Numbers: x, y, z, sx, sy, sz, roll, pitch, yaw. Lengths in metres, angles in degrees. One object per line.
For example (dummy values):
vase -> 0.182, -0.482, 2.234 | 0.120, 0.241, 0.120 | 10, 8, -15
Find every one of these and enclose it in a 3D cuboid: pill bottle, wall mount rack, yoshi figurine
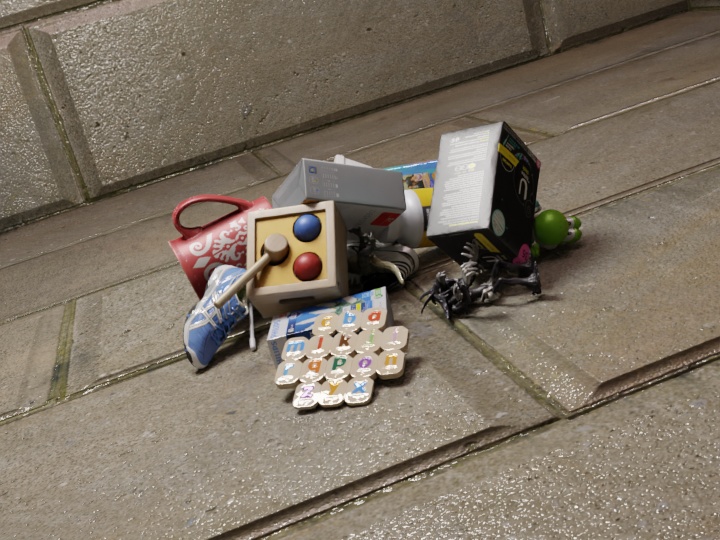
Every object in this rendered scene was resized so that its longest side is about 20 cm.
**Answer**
pill bottle -> 0.127, -0.101, 1.767 | 0.197, 0.114, 0.112 | -7, 13, -23
wall mount rack -> -0.134, 0.066, 1.639 | 0.197, 0.076, 0.174 | -15, 14, 6
yoshi figurine -> 0.289, -0.072, 1.629 | 0.197, 0.114, 0.112 | -7, 27, 21

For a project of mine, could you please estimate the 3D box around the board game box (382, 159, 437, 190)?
board game box -> 0.142, -0.148, 1.893 | 0.197, 0.155, 0.045 | -6, 11, 26

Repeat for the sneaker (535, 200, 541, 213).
sneaker -> 0.281, -0.137, 1.860 | 0.077, 0.081, 0.199 | -24, 20, -31

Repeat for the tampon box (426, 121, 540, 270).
tampon box -> 0.213, -0.123, 1.568 | 0.125, 0.149, 0.203 | -6, 64, 37

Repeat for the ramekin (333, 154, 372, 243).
ramekin -> -0.021, -0.136, 1.946 | 0.093, 0.206, 0.203 | 8, 17, -5

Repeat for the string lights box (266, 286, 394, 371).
string lights box -> -0.046, 0.094, 1.487 | 0.197, 0.060, 0.103 | -15, 19, 5

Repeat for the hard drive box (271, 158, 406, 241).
hard drive box -> -0.041, -0.123, 1.652 | 0.197, 0.078, 0.156 | 3, -22, -26

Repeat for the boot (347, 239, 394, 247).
boot -> -0.036, -0.022, 1.856 | 0.197, 0.069, 0.130 | -9, 7, 22

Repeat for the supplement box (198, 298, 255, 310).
supplement box -> -0.220, 0.015, 1.850 | 0.125, 0.075, 0.199 | -1, 23, 38

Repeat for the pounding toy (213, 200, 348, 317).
pounding toy -> -0.130, -0.010, 1.546 | 0.196, 0.187, 0.143 | -7, -24, 9

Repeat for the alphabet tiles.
alphabet tiles -> -0.027, 0.129, 1.356 | 0.197, 0.015, 0.197 | -8, 38, 16

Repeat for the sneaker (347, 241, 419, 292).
sneaker -> 0.000, 0.000, 1.703 | 0.197, 0.077, 0.115 | -4, 19, 26

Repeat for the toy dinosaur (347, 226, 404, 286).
toy dinosaur -> 0.008, -0.027, 1.619 | 0.047, 0.090, 0.198 | -19, 17, -39

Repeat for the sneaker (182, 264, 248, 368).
sneaker -> -0.243, 0.075, 1.586 | 0.076, 0.076, 0.202 | 1, 59, 31

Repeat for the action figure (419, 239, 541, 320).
action figure -> 0.185, 0.011, 1.473 | 0.197, 0.103, 0.119 | -12, 29, 8

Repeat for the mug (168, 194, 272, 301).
mug -> -0.244, -0.055, 1.694 | 0.198, 0.179, 0.134 | -29, 53, -10
